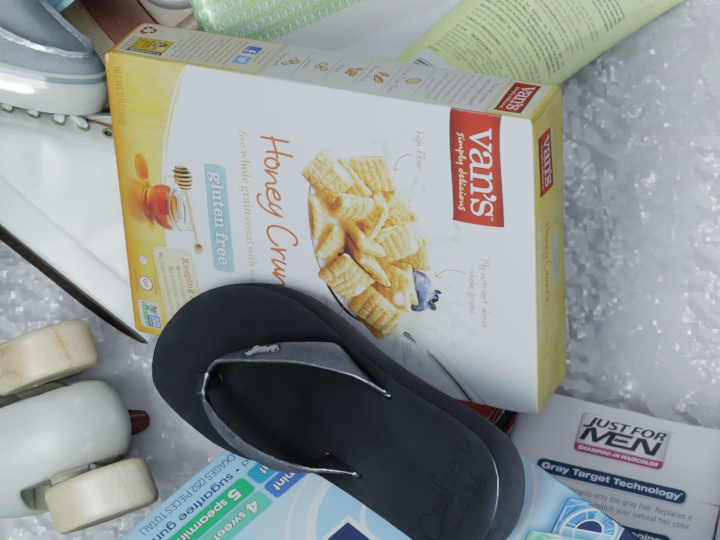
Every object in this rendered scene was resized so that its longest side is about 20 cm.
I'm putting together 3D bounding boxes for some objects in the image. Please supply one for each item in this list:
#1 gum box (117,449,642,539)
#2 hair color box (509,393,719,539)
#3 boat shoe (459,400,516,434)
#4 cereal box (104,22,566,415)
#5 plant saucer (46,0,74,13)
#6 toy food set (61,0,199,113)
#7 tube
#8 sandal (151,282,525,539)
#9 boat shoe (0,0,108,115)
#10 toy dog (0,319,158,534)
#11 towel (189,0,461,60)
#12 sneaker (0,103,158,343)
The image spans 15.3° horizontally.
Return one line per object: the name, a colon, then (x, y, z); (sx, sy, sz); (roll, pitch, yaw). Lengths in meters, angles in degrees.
gum box: (0.002, 0.134, 1.119); (0.170, 0.045, 0.200); (-39, 44, -15)
hair color box: (0.094, 0.154, 1.154); (0.100, 0.061, 0.200); (13, 53, 8)
boat shoe: (0.000, 0.000, 1.230); (0.071, 0.063, 0.200); (-39, 82, 0)
cereal box: (-0.010, -0.023, 1.148); (0.200, 0.040, 0.144); (10, 123, 24)
plant saucer: (-0.180, -0.203, 1.227); (0.200, 0.036, 0.200); (4, 100, 24)
toy food set: (-0.090, -0.190, 1.262); (0.200, 0.060, 0.144); (-38, 81, 3)
tube: (0.071, -0.104, 1.209); (0.052, 0.058, 0.200); (28, 58, 39)
sandal: (-0.018, 0.057, 1.112); (0.200, 0.043, 0.076); (22, 107, 40)
boat shoe: (-0.190, -0.135, 1.184); (0.201, 0.070, 0.072); (30, 113, 20)
toy dog: (-0.176, 0.091, 1.243); (0.200, 0.096, 0.132); (-2, 87, 22)
towel: (-0.017, -0.159, 1.197); (0.149, 0.031, 0.200); (-29, 106, -29)
sneaker: (-0.150, -0.057, 1.231); (0.200, 0.073, 0.085); (40, 81, -23)
